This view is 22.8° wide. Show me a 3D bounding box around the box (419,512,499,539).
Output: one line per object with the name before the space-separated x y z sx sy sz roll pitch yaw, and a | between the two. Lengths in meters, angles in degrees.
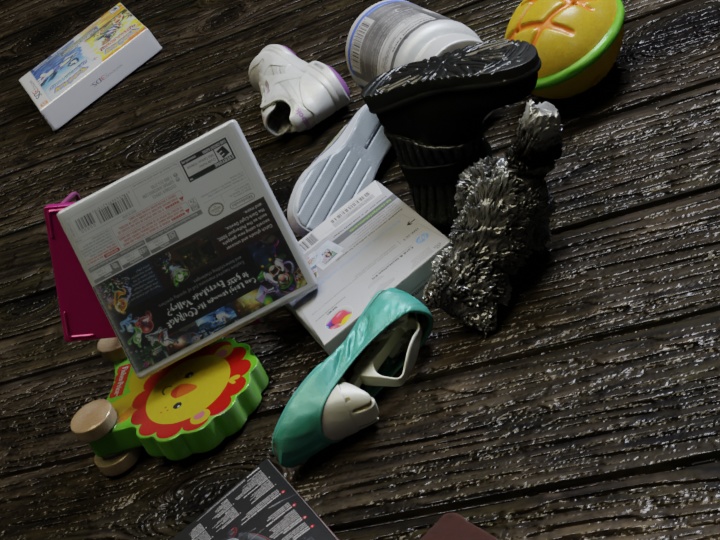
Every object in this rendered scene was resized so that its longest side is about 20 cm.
box | 0.067 0.294 1.105 0.200 0.165 0.166 -43 29 -13

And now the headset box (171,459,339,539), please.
headset box | -0.077 0.257 1.412 0.148 0.075 0.200 -40 28 -8

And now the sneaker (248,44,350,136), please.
sneaker | -0.096 -0.214 2.141 0.100 0.075 0.200 -42 29 -14

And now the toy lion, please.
toy lion | -0.179 0.114 1.764 0.191 0.069 0.201 -18 32 17

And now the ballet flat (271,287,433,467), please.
ballet flat | -0.001 0.097 1.586 0.070 0.068 0.200 16 58 39

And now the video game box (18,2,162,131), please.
video game box | -0.403 -0.304 2.646 0.200 0.047 0.182 -38 31 -4

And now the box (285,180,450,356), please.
box | 0.000 0.000 1.752 0.156 0.041 0.200 -39 27 -5

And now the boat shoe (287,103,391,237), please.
boat shoe | -0.021 -0.100 1.915 0.200 0.072 0.062 -54 9 -36

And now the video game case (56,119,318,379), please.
video game case | -0.168 -0.020 1.735 0.199 0.183 0.023 -27 -1 4

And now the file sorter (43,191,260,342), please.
file sorter | -0.202 -0.020 1.825 0.199 0.140 0.125 -5 15 5

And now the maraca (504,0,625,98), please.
maraca | 0.207 -0.248 1.827 0.136 0.107 0.201 -22 31 20

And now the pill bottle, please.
pill bottle | 0.070 -0.222 1.932 0.114 0.114 0.200 -39 29 -7

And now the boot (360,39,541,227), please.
boot | 0.110 -0.129 1.703 0.210 0.158 0.079 -6 28 47

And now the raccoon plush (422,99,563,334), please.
raccoon plush | 0.109 -0.044 1.569 0.096 0.201 0.134 17 51 16
